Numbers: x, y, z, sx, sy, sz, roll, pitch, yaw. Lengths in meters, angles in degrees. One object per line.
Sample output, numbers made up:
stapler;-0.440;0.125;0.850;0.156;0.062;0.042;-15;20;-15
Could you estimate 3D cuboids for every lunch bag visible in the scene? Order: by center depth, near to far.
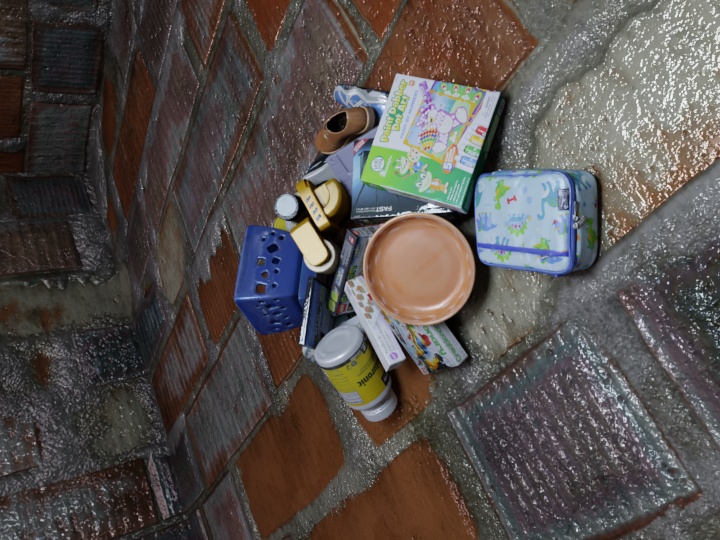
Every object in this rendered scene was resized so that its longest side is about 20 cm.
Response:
lunch bag;0.268;-0.076;0.956;0.199;0.082;0.163;14;110;54

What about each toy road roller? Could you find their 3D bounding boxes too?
toy road roller;-0.078;-0.105;1.312;0.145;0.123;0.201;-31;81;9

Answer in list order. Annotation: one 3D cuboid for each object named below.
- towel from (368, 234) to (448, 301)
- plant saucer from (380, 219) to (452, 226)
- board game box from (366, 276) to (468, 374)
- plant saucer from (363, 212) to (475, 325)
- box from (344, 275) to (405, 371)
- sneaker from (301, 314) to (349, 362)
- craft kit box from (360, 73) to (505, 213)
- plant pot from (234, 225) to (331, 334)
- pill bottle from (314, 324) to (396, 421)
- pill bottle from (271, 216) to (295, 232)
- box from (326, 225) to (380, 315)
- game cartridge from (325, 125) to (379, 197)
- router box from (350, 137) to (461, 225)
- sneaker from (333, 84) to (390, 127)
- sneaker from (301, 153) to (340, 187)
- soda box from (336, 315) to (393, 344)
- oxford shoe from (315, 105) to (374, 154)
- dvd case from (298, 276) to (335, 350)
towel;0.087;0.034;1.196;0.200;0.023;0.153;38;146;24
plant saucer;0.115;-0.065;1.200;0.200;0.050;0.203;14;108;52
board game box;0.106;0.103;1.183;0.201;0.035;0.126;54;149;-1
plant saucer;0.104;-0.004;1.084;0.198;0.037;0.202;3;103;14
box;0.027;0.106;1.251;0.201;0.038;0.042;62;160;23
sneaker;-0.078;0.190;1.505;0.200;0.077;0.087;-50;60;47
craft kit box;0.120;-0.220;1.048;0.196;0.048;0.202;18;90;29
plant pot;-0.170;0.025;1.442;0.200;0.178;0.202;71;-158;-60
pill bottle;-0.003;0.222;1.303;0.111;0.111;0.201;11;139;53
pill bottle;-0.129;-0.114;1.486;0.199;0.110;0.112;-25;76;53
box;0.000;0.000;1.324;0.035;0.109;0.201;44;130;38
game cartridge;0.029;-0.211;1.242;0.199;0.038;0.130;-20;108;47
router box;0.082;-0.166;1.114;0.198;0.062;0.152;-2;82;24
sneaker;0.004;-0.342;1.281;0.200;0.075;0.078;31;117;50
sneaker;-0.044;-0.245;1.375;0.199;0.112;0.073;-18;125;28
soda box;0.027;0.124;1.351;0.200;0.063;0.069;-34;71;53
oxford shoe;-0.052;-0.292;1.267;0.199;0.071;0.072;-18;81;58
dvd case;-0.089;0.102;1.346;0.017;0.200;0.144;4;79;14
